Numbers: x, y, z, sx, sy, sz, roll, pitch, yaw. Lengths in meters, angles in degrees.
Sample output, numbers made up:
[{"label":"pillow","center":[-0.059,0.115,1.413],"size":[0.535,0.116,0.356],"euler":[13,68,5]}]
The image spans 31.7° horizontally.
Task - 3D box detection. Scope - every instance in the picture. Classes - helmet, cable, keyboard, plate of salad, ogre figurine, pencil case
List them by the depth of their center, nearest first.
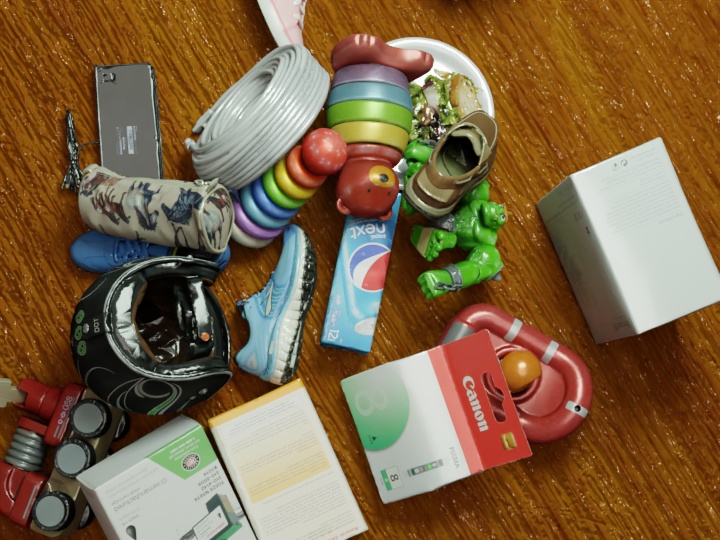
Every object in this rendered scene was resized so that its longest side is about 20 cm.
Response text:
[{"label":"helmet","center":[-0.238,0.077,1.483],"size":[0.199,0.191,0.201],"euler":[6,72,-19]},{"label":"pencil case","center":[-0.243,-0.077,1.504],"size":[0.199,0.078,0.090],"euler":[10,107,26]},{"label":"cable","center":[-0.121,-0.180,1.519],"size":[0.200,0.200,0.069],"euler":[-44,113,11]},{"label":"ogre figurine","center":[0.115,-0.061,1.554],"size":[0.120,0.098,0.200],"euler":[7,45,-32]},{"label":"keyboard","center":[-0.314,-0.161,1.596],"size":[0.127,0.021,0.201],"euler":[-4,83,-9]},{"label":"plate of salad","center":[0.072,-0.200,1.607],"size":[0.199,0.048,0.201],"euler":[0,84,-3]}]

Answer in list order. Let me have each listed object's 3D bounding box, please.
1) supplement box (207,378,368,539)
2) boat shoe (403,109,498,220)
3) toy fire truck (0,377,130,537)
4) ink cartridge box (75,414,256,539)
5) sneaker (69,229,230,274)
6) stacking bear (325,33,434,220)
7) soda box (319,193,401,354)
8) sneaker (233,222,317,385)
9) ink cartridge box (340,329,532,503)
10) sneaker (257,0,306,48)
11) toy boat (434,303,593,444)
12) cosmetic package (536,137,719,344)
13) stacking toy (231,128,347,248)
[{"label":"supplement box","center":[-0.088,0.246,1.535],"size":[0.126,0.074,0.201],"euler":[-23,85,-6]},{"label":"boat shoe","center":[0.122,-0.135,1.499],"size":[0.076,0.074,0.200],"euler":[34,44,1]},{"label":"toy fire truck","center":[-0.403,0.204,1.509],"size":[0.199,0.129,0.177],"euler":[20,83,11]},{"label":"ink cartridge box","center":[-0.215,0.293,1.473],"size":[0.146,0.084,0.201],"euler":[-31,106,-22]},{"label":"sneaker","center":[-0.259,-0.027,1.556],"size":[0.199,0.078,0.066],"euler":[2,85,-1]},{"label":"stacking bear","center":[0.011,-0.161,1.516],"size":[0.121,0.114,0.201],"euler":[11,76,-30]},{"label":"soda box","center":[0.000,0.000,1.570],"size":[0.064,0.068,0.201],"euler":[11,83,-2]},{"label":"sneaker","center":[-0.109,0.035,1.558],"size":[0.090,0.078,0.201],"euler":[10,77,10]},{"label":"ink cartridge box","center":[0.087,0.176,1.512],"size":[0.200,0.050,0.161],"euler":[-23,83,35]},{"label":"sneaker","center":[-0.085,-0.364,1.602],"size":[0.104,0.075,0.201],"euler":[-20,81,0]},{"label":"toy boat","center":[0.188,0.126,1.535],"size":[0.200,0.131,0.131],"euler":[29,83,1]},{"label":"cosmetic package","center":[0.319,-0.027,1.524],"size":[0.123,0.199,0.201],"euler":[-23,85,-6]},{"label":"stacking toy","center":[-0.083,-0.104,1.510],"size":[0.085,0.200,0.086],"euler":[22,52,-32]}]
